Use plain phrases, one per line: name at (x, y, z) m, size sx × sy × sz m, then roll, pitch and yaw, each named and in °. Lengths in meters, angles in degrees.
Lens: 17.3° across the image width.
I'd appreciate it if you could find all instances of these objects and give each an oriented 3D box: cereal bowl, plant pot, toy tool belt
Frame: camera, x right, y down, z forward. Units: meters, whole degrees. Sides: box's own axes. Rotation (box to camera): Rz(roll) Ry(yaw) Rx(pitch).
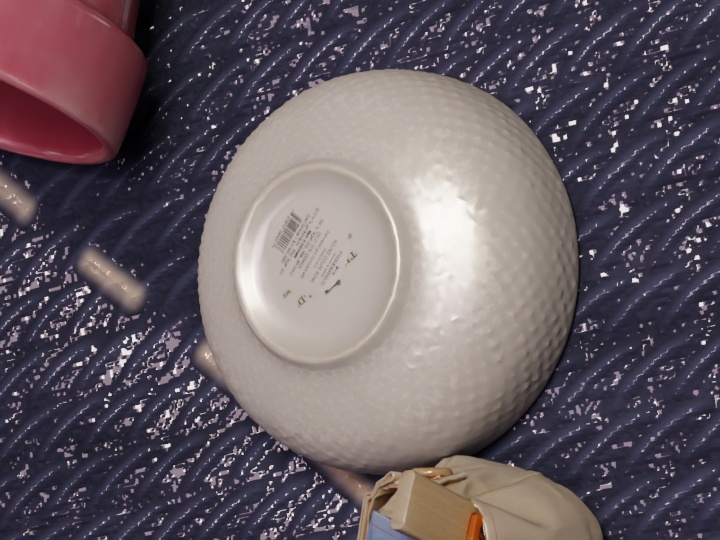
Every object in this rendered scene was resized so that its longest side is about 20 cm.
cereal bowl at (0.000, 0.000, 1.138) m, size 0.199 × 0.083 × 0.201 m, roll -2°, pitch 87°, yaw 31°
plant pot at (-0.189, -0.173, 1.214) m, size 0.199 × 0.200 × 0.180 m, roll 12°, pitch 77°, yaw 31°
toy tool belt at (0.038, 0.186, 1.072) m, size 0.124 × 0.123 × 0.201 m, roll 5°, pitch 93°, yaw 28°
